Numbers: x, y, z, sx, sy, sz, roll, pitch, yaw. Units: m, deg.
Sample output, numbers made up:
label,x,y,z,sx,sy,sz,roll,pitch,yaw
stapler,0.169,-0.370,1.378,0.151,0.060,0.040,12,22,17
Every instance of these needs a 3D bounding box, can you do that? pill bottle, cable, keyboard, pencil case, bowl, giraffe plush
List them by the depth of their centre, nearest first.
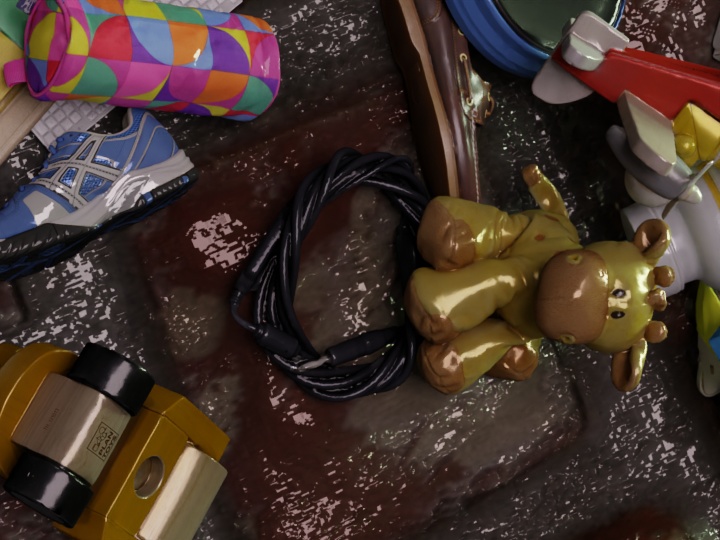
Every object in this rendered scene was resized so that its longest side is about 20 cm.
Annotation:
label,x,y,z,sx,sy,sz,roll,pitch,yaw
pencil case,-0.157,-0.158,1.388,0.199,0.088,0.089,4,84,-35
keyboard,-0.178,-0.170,1.438,0.200,0.011,0.056,-43,101,-19
giraffe plush,0.154,0.020,1.447,0.199,0.162,0.174,-29,121,-34
cable,0.000,0.000,1.471,0.163,0.051,0.201,37,73,-15
bowl,0.142,-0.257,1.521,0.200,0.039,0.202,9,76,-40
pill bottle,0.319,-0.050,1.531,0.199,0.112,0.113,-22,94,2

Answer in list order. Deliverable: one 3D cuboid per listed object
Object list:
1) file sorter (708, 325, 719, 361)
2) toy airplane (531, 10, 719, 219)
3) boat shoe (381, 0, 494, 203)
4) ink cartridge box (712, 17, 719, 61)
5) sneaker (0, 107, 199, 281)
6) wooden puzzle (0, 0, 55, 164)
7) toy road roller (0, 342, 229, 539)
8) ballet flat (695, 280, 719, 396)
label,x,y,z,sx,sy,sz,roll,pitch,yaw
file sorter,0.402,0.054,1.543,0.139,0.122,0.200,59,39,-8
toy airplane,0.226,-0.118,1.453,0.199,0.199,0.142,-8,121,-40
boat shoe,0.073,-0.144,1.501,0.070,0.070,0.201,-11,89,-18
ink cartridge box,0.425,-0.220,1.638,0.199,0.084,0.146,22,78,-18
sneaker,-0.220,-0.054,1.385,0.199,0.076,0.077,-28,85,-28
wooden puzzle,-0.302,-0.174,1.372,0.185,0.037,0.200,41,73,-11
toy road roller,-0.203,0.126,1.360,0.123,0.145,0.200,-61,143,-15
ballet flat,0.325,0.101,1.588,0.067,0.067,0.200,-34,100,9
